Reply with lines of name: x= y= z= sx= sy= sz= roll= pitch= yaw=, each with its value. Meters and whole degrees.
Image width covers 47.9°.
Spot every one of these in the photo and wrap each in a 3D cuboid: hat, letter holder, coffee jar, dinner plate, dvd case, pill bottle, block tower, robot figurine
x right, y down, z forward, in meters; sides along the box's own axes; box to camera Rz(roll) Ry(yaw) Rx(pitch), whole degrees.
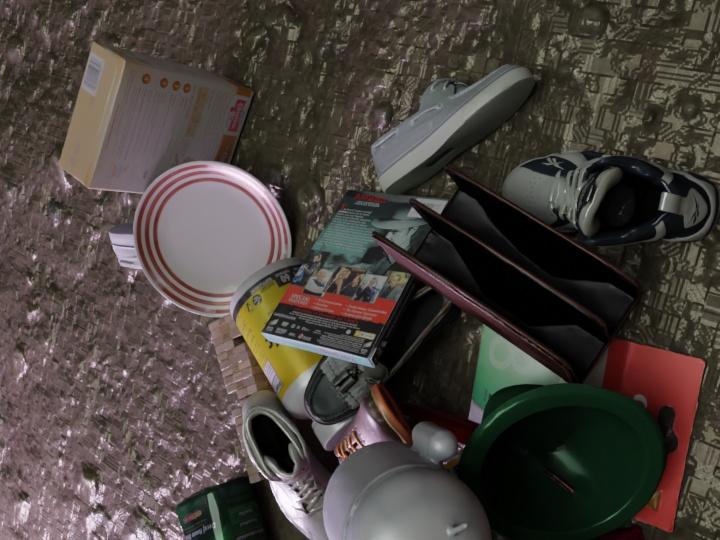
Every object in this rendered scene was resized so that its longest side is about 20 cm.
hat: x=0.150 y=0.127 z=0.741 sx=0.176 sy=0.198 sz=0.167 roll=-96 pitch=16 yaw=-64
letter holder: x=0.124 y=-0.003 z=0.692 sx=0.199 sy=0.142 sz=0.101 roll=35 pitch=91 yaw=23
coffee jar: x=-0.151 y=0.365 z=0.996 sx=0.104 sy=0.085 sz=0.202 roll=-33 pitch=71 yaw=33
dinner plate: x=-0.181 y=-0.038 z=1.001 sx=0.198 sy=0.024 sz=0.202 roll=1 pitch=109 yaw=4
dvd case: x=0.000 y=0.000 z=0.843 sx=0.145 sy=0.022 sz=0.201 roll=8 pitch=58 yaw=37
pill bottle: x=-0.055 y=0.094 z=0.904 sx=0.111 sy=0.111 sz=0.201 roll=-48 pitch=64 yaw=28
block tower: x=-0.126 y=0.151 z=0.995 sx=0.058 sy=0.054 sz=0.202 roll=-25 pitch=76 yaw=36
robot figurine: x=0.034 y=0.204 z=0.643 sx=0.200 sy=0.112 sz=0.171 roll=177 pitch=111 yaw=-77

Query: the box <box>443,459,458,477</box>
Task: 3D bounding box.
box: x=0.043 y=0.279 z=0.837 sx=0.200 sy=0.064 sz=0.070 roll=-51 pitch=60 yaw=38

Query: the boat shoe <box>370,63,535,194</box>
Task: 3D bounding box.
boat shoe: x=0.082 y=-0.155 z=0.820 sx=0.200 sy=0.070 sz=0.072 roll=-35 pitch=73 yaw=35

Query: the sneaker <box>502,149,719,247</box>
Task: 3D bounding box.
sneaker: x=0.193 y=-0.066 z=0.696 sx=0.198 sy=0.129 sz=0.080 roll=20 pitch=101 yaw=36

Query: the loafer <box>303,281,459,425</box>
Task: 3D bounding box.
loafer: x=0.020 y=0.074 z=0.812 sx=0.200 sy=0.063 sz=0.072 roll=-42 pitch=82 yaw=-9

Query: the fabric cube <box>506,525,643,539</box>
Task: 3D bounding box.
fabric cube: x=0.145 y=0.350 z=0.693 sx=0.199 sy=0.198 sz=0.198 roll=-22 pitch=76 yaw=36

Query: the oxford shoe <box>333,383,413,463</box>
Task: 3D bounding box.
oxford shoe: x=0.013 y=0.173 z=0.800 sx=0.072 sy=0.201 sz=0.072 roll=-26 pitch=61 yaw=-10

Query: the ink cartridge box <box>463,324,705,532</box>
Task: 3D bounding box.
ink cartridge box: x=0.196 y=0.136 z=0.748 sx=0.199 sy=0.050 sz=0.163 roll=14 pitch=99 yaw=39

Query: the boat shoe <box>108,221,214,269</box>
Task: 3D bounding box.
boat shoe: x=-0.259 y=-0.023 z=1.097 sx=0.199 sy=0.073 sz=0.066 roll=12 pitch=118 yaw=37

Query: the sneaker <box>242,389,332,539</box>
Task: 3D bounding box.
sneaker: x=-0.072 y=0.230 z=0.885 sx=0.073 sy=0.116 sz=0.201 roll=-33 pitch=92 yaw=-4

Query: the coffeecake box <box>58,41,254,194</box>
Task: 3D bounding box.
coffeecake box: x=-0.245 y=-0.176 z=0.995 sx=0.073 sy=0.199 sz=0.155 roll=33 pitch=109 yaw=33
